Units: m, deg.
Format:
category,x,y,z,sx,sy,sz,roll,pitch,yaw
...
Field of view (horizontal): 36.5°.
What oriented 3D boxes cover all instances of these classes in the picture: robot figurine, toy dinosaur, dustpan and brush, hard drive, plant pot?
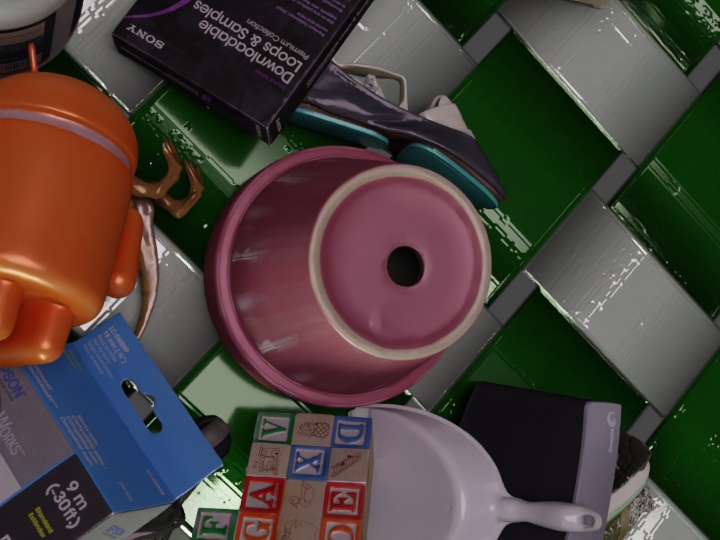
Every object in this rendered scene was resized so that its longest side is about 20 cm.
category,x,y,z,sx,sy,sz,roll,pitch,yaw
robot figurine,-0.207,-0.040,0.700,0.144,0.117,0.200,13,68,-12
toy dinosaur,-0.168,-0.043,0.803,0.106,0.060,0.200,-26,92,8
dustpan and brush,0.078,0.174,0.809,0.057,0.200,0.140,11,81,-47
hard drive,0.117,0.186,0.830,0.042,0.135,0.200,30,71,-51
plant pot,0.000,0.000,0.781,0.200,0.179,0.200,2,85,-18

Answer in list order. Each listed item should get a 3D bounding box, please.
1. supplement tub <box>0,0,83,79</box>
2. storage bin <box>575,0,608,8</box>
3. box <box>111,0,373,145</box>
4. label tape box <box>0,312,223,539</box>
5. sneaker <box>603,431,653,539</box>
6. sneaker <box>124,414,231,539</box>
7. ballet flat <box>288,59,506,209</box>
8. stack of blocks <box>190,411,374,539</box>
category,x,y,z,sx,sy,sz,roll,pitch,yaw
supplement tub,-0.244,-0.211,0.704,0.140,0.200,0.141,2,85,-18
storage bin,0.145,-0.337,0.897,0.200,0.094,0.199,7,84,-17
box,-0.071,-0.212,0.823,0.143,0.036,0.200,31,78,9
label tape box,-0.215,0.127,0.716,0.200,0.063,0.144,-36,69,-8
sneaker,0.172,0.228,0.883,0.200,0.077,0.089,-41,119,-9
sneaker,-0.154,0.196,0.773,0.199,0.076,0.114,-42,101,-13
ballet flat,0.036,-0.116,0.860,0.200,0.073,0.073,23,79,-13
stack of blocks,-0.055,0.194,0.748,0.115,0.059,0.200,3,45,5
